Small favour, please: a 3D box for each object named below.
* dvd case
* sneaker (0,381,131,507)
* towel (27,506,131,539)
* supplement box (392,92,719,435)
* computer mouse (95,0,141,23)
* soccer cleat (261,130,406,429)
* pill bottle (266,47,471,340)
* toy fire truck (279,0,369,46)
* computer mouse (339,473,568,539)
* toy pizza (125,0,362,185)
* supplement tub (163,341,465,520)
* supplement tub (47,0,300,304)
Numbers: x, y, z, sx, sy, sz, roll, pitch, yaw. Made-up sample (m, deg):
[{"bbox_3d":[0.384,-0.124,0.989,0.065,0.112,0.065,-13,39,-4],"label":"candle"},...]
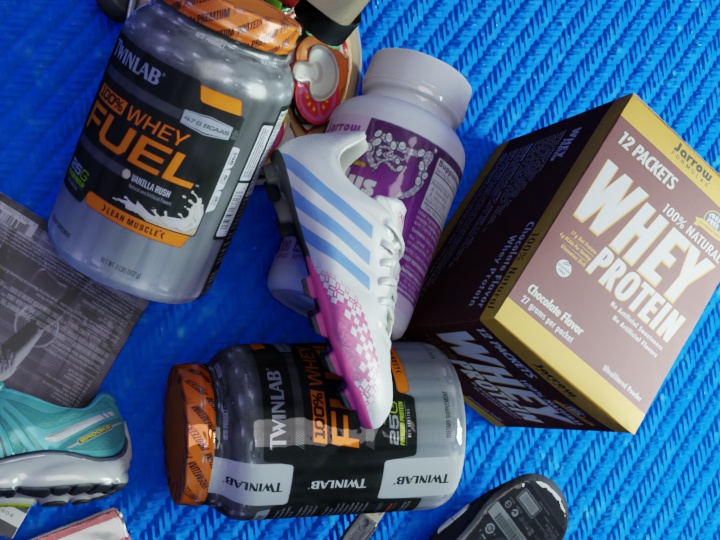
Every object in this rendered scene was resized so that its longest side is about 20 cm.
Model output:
[{"bbox_3d":[-0.254,0.061,0.847,0.148,0.016,0.201,33,73,-17],"label":"dvd case"},{"bbox_3d":[-0.251,0.115,0.807,0.198,0.077,0.081,3,65,-27],"label":"sneaker"},{"bbox_3d":[-0.202,0.282,0.844,0.143,0.023,0.202,-18,91,-22],"label":"towel"},{"bbox_3d":[0.149,0.003,0.918,0.132,0.200,0.198,39,72,-14],"label":"supplement box"},{"bbox_3d":[-0.118,-0.241,0.927,0.199,0.034,0.059,-32,106,-29],"label":"computer mouse"},{"bbox_3d":[0.000,0.000,0.808,0.085,0.070,0.202,-18,81,-5],"label":"soccer cleat"},{"bbox_3d":[0.013,-0.059,0.915,0.111,0.112,0.202,25,76,-18],"label":"pill bottle"},{"bbox_3d":[-0.046,-0.292,0.869,0.199,0.129,0.177,34,37,-16],"label":"toy fire truck"},{"bbox_3d":[0.059,0.213,0.947,0.200,0.046,0.141,-45,105,-9],"label":"computer mouse"},{"bbox_3d":[-0.079,-0.165,0.913,0.198,0.032,0.203,0,90,-32],"label":"toy pizza"},{"bbox_3d":[-0.035,0.113,0.871,0.198,0.122,0.124,0,85,-19],"label":"supplement tub"},{"bbox_3d":[-0.122,-0.091,0.820,0.121,0.123,0.202,19,107,-19],"label":"supplement tub"}]
